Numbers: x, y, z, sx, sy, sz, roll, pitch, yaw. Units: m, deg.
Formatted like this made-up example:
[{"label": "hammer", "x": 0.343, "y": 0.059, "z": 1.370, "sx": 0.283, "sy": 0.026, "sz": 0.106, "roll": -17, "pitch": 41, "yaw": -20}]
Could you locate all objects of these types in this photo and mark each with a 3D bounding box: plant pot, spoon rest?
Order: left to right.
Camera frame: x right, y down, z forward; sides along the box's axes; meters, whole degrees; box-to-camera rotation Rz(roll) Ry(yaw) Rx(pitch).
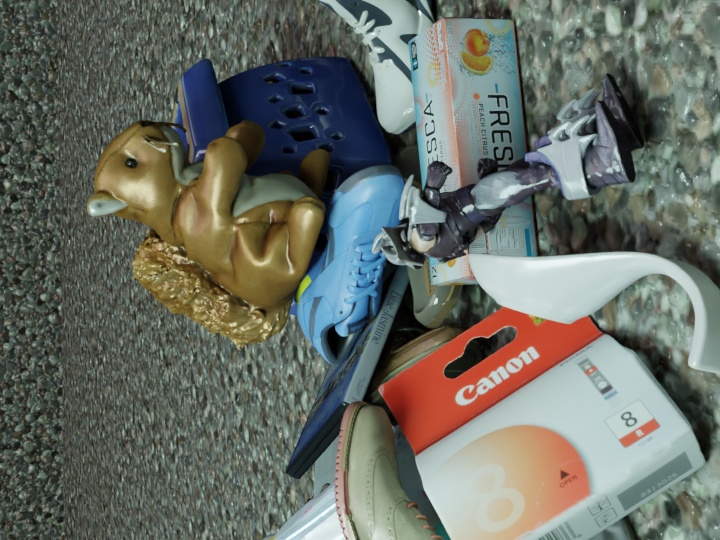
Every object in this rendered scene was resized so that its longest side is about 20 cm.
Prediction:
[{"label": "plant pot", "x": -0.093, "y": -0.086, "z": 1.165, "sx": 0.200, "sy": 0.180, "sz": 0.200, "roll": -109, "pitch": 29, "yaw": -50}, {"label": "spoon rest", "x": 0.154, "y": 0.011, "z": 0.767, "sx": 0.200, "sy": 0.099, "sz": 0.061, "roll": 20, "pitch": 96, "yaw": 49}]

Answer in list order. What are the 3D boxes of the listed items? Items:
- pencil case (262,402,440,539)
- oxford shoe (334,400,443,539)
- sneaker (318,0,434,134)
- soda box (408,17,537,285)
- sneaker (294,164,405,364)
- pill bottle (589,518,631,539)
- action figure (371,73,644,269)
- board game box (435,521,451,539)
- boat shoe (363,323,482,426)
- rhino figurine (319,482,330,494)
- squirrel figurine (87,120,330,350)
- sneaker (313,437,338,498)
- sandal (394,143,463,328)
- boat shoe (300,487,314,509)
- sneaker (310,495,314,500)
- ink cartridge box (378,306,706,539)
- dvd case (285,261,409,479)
[{"label": "pencil case", "x": 0.011, "y": 0.182, "z": 0.912, "sx": 0.200, "sy": 0.091, "sz": 0.083, "roll": -46, "pitch": 56, "yaw": 19}, {"label": "oxford shoe", "x": 0.032, "y": 0.184, "z": 0.813, "sx": 0.075, "sy": 0.070, "sz": 0.200, "roll": -16, "pitch": 76, "yaw": 23}, {"label": "sneaker", "x": 0.000, "y": -0.215, "z": 1.021, "sx": 0.079, "sy": 0.129, "sz": 0.199, "roll": -128, "pitch": 41, "yaw": -54}, {"label": "soda box", "x": 0.087, "y": -0.090, "z": 0.922, "sx": 0.068, "sy": 0.064, "sz": 0.200, "roll": 165, "pitch": 102, "yaw": -67}, {"label": "sneaker", "x": 0.000, "y": 0.000, "z": 0.978, "sx": 0.200, "sy": 0.066, "sz": 0.078, "roll": 115, "pitch": 143, "yaw": -45}, {"label": "pill bottle", "x": 0.108, "y": 0.244, "z": 0.853, "sx": 0.114, "sy": 0.114, "sz": 0.200, "roll": -117, "pitch": 33, "yaw": -43}, {"label": "action figure", "x": 0.089, "y": -0.054, "z": 0.799, "sx": 0.200, "sy": 0.130, "sz": 0.069, "roll": -27, "pitch": 91, "yaw": 27}, {"label": "board game box", "x": 0.023, "y": 0.314, "z": 0.942, "sx": 0.045, "sy": 0.200, "sz": 0.152, "roll": 16, "pitch": 119, "yaw": 22}, {"label": "boat shoe", "x": 0.039, "y": 0.081, "z": 1.044, "sx": 0.200, "sy": 0.072, "sz": 0.068, "roll": -45, "pitch": 46, "yaw": 53}, {"label": "rhino figurine", "x": -0.001, "y": 0.208, "z": 1.009, "sx": 0.087, "sy": 0.060, "sz": 0.200, "roll": -157, "pitch": 67, "yaw": -75}, {"label": "squirrel figurine", "x": -0.137, "y": -0.033, "z": 1.005, "sx": 0.142, "sy": 0.186, "sz": 0.200, "roll": -86, "pitch": 13, "yaw": -58}, {"label": "sneaker", "x": -0.002, "y": 0.207, "z": 1.138, "sx": 0.073, "sy": 0.071, "sz": 0.200, "roll": -32, "pitch": 34, "yaw": 45}, {"label": "sandal", "x": 0.043, "y": -0.037, "z": 1.010, "sx": 0.082, "sy": 0.055, "sz": 0.200, "roll": 121, "pitch": 155, "yaw": -45}, {"label": "boat shoe", "x": -0.041, "y": 0.281, "z": 1.264, "sx": 0.073, "sy": 0.063, "sz": 0.200, "roll": -145, "pitch": 55, "yaw": -61}, {"label": "sneaker", "x": 0.017, "y": 0.292, "z": 1.148, "sx": 0.200, "sy": 0.074, "sz": 0.080, "roll": -127, "pitch": 18, "yaw": -51}, {"label": "ink cartridge box", "x": 0.107, "y": 0.092, "z": 0.792, "sx": 0.050, "sy": 0.162, "sz": 0.200, "roll": 55, "pitch": -177, "yaw": -46}, {"label": "dvd case", "x": -0.004, "y": 0.075, "z": 1.058, "sx": 0.143, "sy": 0.018, "sz": 0.200, "roll": -55, "pitch": 9, "yaw": 50}]
